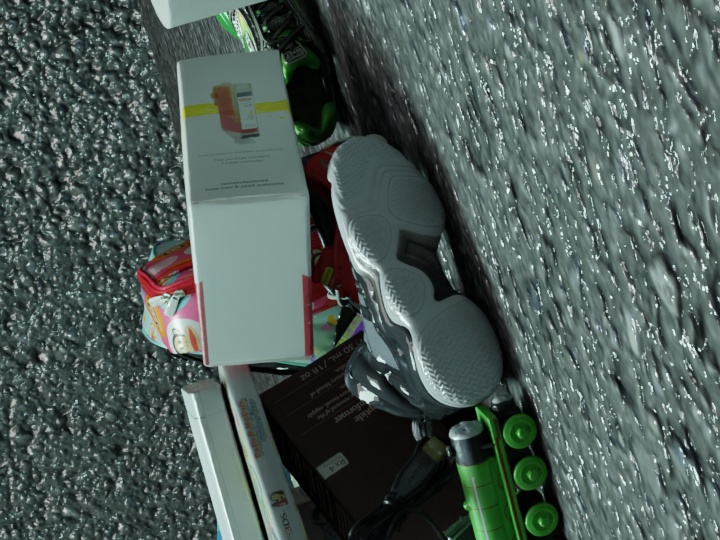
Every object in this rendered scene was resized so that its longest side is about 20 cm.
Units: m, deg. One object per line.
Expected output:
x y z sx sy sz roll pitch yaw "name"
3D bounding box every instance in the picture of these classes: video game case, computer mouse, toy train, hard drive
-0.066 0.182 1.186 0.200 0.023 0.183 90 161 -56 "video game case"
0.066 0.205 1.053 0.044 0.110 0.200 -6 129 45 "computer mouse"
0.100 0.176 1.018 0.042 0.056 0.201 -138 31 -73 "toy train"
-0.094 0.183 1.200 0.132 0.027 0.201 167 87 -80 "hard drive"

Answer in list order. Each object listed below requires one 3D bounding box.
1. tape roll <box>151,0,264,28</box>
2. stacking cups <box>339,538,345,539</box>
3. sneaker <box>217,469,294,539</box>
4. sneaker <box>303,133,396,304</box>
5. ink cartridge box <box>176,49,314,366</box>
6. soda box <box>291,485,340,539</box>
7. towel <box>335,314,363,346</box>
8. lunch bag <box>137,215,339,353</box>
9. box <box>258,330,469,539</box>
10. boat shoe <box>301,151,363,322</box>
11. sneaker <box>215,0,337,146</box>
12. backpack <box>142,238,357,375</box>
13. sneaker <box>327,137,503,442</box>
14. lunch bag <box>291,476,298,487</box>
-0.094 -0.276 1.065 0.203 0.139 0.204 163 90 -80 "tape roll"
0.053 0.276 1.193 0.200 0.061 0.061 40 168 2 "stacking cups"
-0.053 0.232 1.372 0.079 0.130 0.201 -27 55 60 "sneaker"
0.008 0.004 1.153 0.077 0.085 0.201 121 132 -80 "sneaker"
-0.085 -0.049 1.172 0.200 0.083 0.146 -102 8 -53 "ink cartridge box"
-0.012 0.270 1.292 0.064 0.068 0.201 -168 61 -77 "soda box"
-0.010 0.094 1.348 0.023 0.144 0.200 34 174 -9 "towel"
-0.079 0.007 1.323 0.176 0.199 0.082 -152 43 -73 "lunch bag"
0.019 0.150 1.161 0.200 0.100 0.075 48 160 30 "box"
0.000 0.000 1.224 0.072 0.067 0.201 140 114 -67 "boat shoe"
-0.063 -0.194 1.288 0.201 0.078 0.085 66 166 -16 "sneaker"
-0.105 0.018 1.504 0.176 0.199 0.154 -130 40 -72 "backpack"
0.017 0.018 1.067 0.201 0.075 0.114 65 149 20 "sneaker"
-0.019 0.249 1.706 0.164 0.117 0.201 98 147 -69 "lunch bag"
